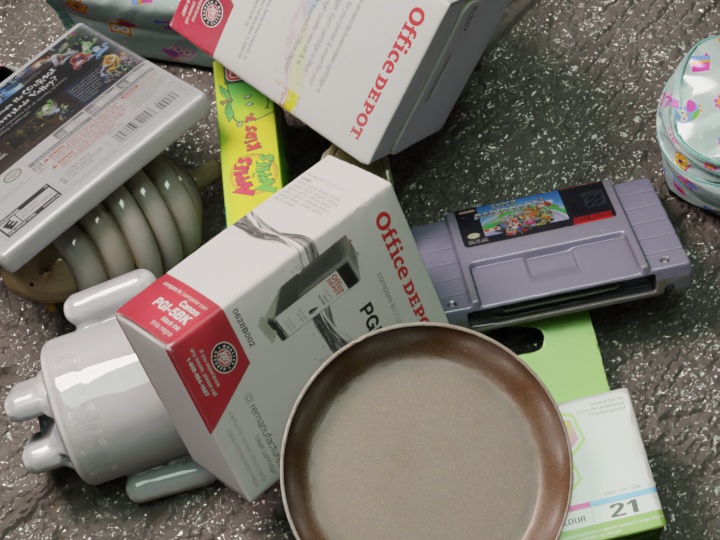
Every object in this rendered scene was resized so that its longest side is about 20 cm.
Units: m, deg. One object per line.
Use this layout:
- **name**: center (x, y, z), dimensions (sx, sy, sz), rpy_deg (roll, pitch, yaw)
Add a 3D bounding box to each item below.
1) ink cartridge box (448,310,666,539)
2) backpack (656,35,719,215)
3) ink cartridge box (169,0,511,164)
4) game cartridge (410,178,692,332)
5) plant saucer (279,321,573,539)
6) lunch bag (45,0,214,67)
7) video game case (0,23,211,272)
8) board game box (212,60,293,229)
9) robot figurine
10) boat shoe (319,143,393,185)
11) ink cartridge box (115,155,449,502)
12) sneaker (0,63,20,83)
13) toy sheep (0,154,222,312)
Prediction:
- **ink cartridge box**: center (0.120, 0.111, 1.268), dimensions (0.147, 0.076, 0.202), rpy_deg (-13, 71, -1)
- **backpack**: center (0.329, -0.106, 1.356), dimensions (0.198, 0.127, 0.168), rpy_deg (11, 66, 16)
- **ink cartridge box**: center (-0.010, -0.203, 1.347), dimensions (0.199, 0.146, 0.144), rpy_deg (37, 28, 14)
- **game cartridge**: center (0.141, -0.013, 1.352), dimensions (0.198, 0.039, 0.130), rpy_deg (-12, 39, -1)
- **plant saucer**: center (0.044, 0.136, 1.196), dimensions (0.198, 0.032, 0.202), rpy_deg (1, 77, -3)
- **lunch bag**: center (-0.162, -0.289, 1.522), dimensions (0.169, 0.122, 0.202), rpy_deg (9, 67, 12)
- **video game case**: center (-0.240, -0.100, 1.354), dimensions (0.200, 0.023, 0.181), rpy_deg (-42, 46, -18)
- **board game box**: center (-0.079, -0.059, 1.391), dimensions (0.047, 0.102, 0.201), rpy_deg (-9, 60, 3)
- **robot figurine**: center (-0.162, 0.088, 1.311), dimensions (0.198, 0.113, 0.171), rpy_deg (-20, 101, -4)
- **boat shoe**: center (0.000, 0.000, 1.366), dimensions (0.074, 0.068, 0.202), rpy_deg (1, 80, -12)
- **ink cartridge box**: center (-0.048, 0.038, 1.232), dimensions (0.200, 0.147, 0.083), rpy_deg (-38, 33, -20)
- **sneaker**: center (-0.319, -0.158, 1.486), dimensions (0.199, 0.082, 0.070), rpy_deg (24, 66, 19)
- **toy sheep**: center (-0.192, -0.039, 1.380), dimensions (0.199, 0.138, 0.138), rpy_deg (-34, 62, -19)
